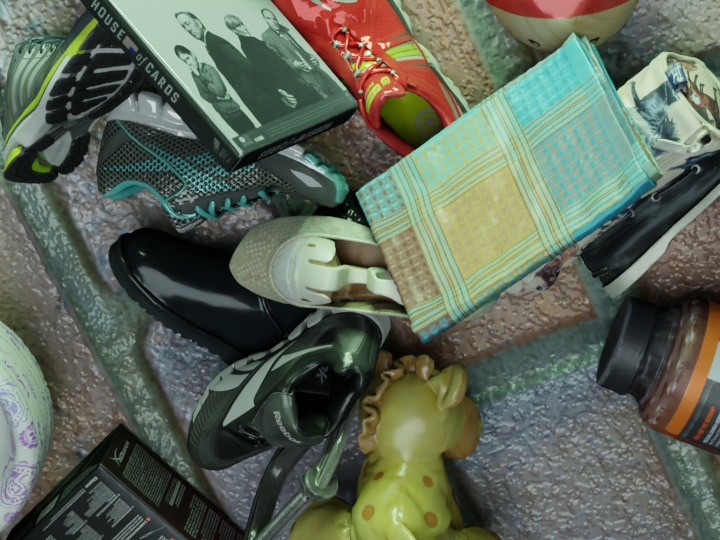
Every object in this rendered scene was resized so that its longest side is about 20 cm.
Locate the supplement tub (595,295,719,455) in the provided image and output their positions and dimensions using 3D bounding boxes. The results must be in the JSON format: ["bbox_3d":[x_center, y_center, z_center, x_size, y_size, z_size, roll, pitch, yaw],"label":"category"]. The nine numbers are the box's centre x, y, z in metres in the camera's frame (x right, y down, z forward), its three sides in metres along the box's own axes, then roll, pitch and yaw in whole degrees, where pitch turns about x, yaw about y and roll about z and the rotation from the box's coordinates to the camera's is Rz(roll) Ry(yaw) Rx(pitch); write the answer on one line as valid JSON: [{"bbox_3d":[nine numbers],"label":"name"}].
[{"bbox_3d":[0.278,0.086,1.583,0.199,0.107,0.107,20,114,-2],"label":"supplement tub"}]

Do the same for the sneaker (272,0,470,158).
[{"bbox_3d":[0.013,-0.145,1.532,0.077,0.085,0.200,-41,103,19],"label":"sneaker"}]

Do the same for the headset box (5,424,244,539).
[{"bbox_3d":[-0.174,0.248,1.728,0.200,0.075,0.149,42,112,-10],"label":"headset box"}]

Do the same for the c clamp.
[{"bbox_3d":[-0.054,0.174,1.622,0.027,0.171,0.200,29,131,-11],"label":"c clamp"}]

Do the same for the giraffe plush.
[{"bbox_3d":[0.034,0.148,1.630,0.171,0.200,0.163,6,80,19],"label":"giraffe plush"}]

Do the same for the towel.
[{"bbox_3d":[0.097,-0.058,1.459,0.199,0.147,0.022,-34,140,14],"label":"towel"}]

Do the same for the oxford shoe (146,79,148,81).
[{"bbox_3d":[-0.145,-0.174,1.550,0.199,0.073,0.085,35,116,-7],"label":"oxford shoe"}]

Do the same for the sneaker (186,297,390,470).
[{"bbox_3d":[-0.060,0.099,1.577,0.200,0.091,0.066,-37,117,26],"label":"sneaker"}]

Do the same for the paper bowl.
[{"bbox_3d":[-0.338,0.112,1.669,0.199,0.104,0.202,3,113,7],"label":"paper bowl"}]

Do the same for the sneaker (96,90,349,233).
[{"bbox_3d":[-0.105,-0.067,1.565,0.199,0.078,0.092,17,89,18],"label":"sneaker"}]

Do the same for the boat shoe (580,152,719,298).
[{"bbox_3d":[0.228,-0.072,1.541,0.066,0.075,0.199,43,111,-1],"label":"boat shoe"}]

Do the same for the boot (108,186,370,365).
[{"bbox_3d":[-0.065,-0.008,1.603,0.200,0.077,0.168,37,116,-16],"label":"boot"}]

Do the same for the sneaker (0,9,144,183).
[{"bbox_3d":[-0.216,-0.142,1.536,0.200,0.074,0.081,-43,62,45],"label":"sneaker"}]

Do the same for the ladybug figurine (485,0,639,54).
[{"bbox_3d":[0.136,-0.241,1.482,0.135,0.072,0.201,-5,112,10],"label":"ladybug figurine"}]

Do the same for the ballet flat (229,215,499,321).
[{"bbox_3d":[0.000,0.000,1.520,0.198,0.062,0.068,5,102,8],"label":"ballet flat"}]

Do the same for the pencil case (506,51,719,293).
[{"bbox_3d":[0.168,-0.065,1.494,0.200,0.090,0.078,-40,110,23],"label":"pencil case"}]

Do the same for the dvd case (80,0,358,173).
[{"bbox_3d":[-0.107,-0.164,1.473,0.200,0.150,0.025,49,126,9],"label":"dvd case"}]
